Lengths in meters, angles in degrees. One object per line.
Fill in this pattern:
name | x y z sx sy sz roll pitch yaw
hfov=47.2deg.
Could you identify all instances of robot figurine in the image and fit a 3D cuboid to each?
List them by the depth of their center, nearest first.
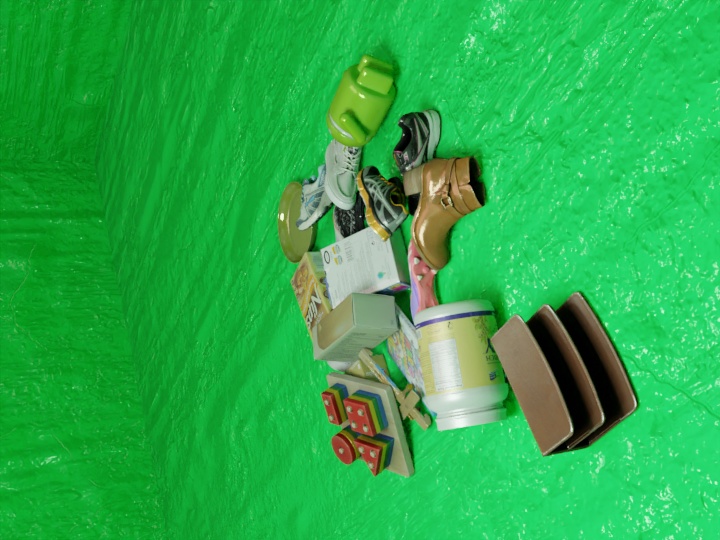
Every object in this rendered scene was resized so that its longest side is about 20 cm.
robot figurine | -0.001 -0.342 1.707 0.201 0.113 0.178 121 157 -43

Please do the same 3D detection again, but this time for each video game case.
video game case | 0.102 0.169 1.621 0.201 0.017 0.146 -128 27 -46

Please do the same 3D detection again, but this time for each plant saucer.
plant saucer | -0.155 -0.121 2.076 0.199 0.030 0.206 7 98 60

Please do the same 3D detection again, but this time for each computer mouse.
computer mouse | 0.046 -0.151 1.722 0.200 0.045 0.144 -45 41 51

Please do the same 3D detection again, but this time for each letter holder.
letter holder | 0.304 0.149 1.235 0.143 0.099 0.203 -54 48 44

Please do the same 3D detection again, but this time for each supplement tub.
supplement tub | 0.175 0.163 1.414 0.145 0.142 0.205 -26 70 57

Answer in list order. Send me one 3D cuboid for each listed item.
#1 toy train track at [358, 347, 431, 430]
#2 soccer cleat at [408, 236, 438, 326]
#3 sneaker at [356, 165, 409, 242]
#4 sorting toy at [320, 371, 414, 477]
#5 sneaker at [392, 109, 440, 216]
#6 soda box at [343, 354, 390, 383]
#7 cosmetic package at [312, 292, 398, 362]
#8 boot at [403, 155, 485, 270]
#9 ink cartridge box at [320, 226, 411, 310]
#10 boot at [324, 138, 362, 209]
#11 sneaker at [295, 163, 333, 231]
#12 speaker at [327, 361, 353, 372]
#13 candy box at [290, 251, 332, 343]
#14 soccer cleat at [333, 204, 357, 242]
toy train track | 0.073 0.231 1.646 0.200 0.032 0.115 47 146 13
soccer cleat | 0.117 0.025 1.588 0.076 0.065 0.206 -15 81 63
sneaker | 0.047 -0.141 1.595 0.077 0.078 0.202 -35 42 18
sorting toy | 0.001 0.330 1.713 0.198 0.069 0.203 5 116 50
sneaker | 0.098 -0.205 1.578 0.080 0.084 0.206 8 100 61
soda box | -0.010 0.259 1.816 0.201 0.066 0.065 -51 50 49
cosmetic package | -0.014 0.118 1.658 0.200 0.103 0.073 -42 48 53
boot | 0.167 -0.105 1.496 0.153 0.076 0.205 -8 95 42
ink cartridge box | 0.000 0.000 1.689 0.197 0.076 0.140 -23 69 25
boot | -0.033 -0.234 1.792 0.096 0.072 0.203 123 148 -41
sneaker | -0.102 -0.174 1.912 0.086 0.078 0.200 45 131 2
speaker | -0.019 0.120 1.810 0.081 0.080 0.204 43 128 50
candy box | -0.099 0.069 1.968 0.116 0.054 0.203 -58 44 44
soccer cleat | -0.024 -0.053 1.838 0.073 0.066 0.206 -110 12 -84
